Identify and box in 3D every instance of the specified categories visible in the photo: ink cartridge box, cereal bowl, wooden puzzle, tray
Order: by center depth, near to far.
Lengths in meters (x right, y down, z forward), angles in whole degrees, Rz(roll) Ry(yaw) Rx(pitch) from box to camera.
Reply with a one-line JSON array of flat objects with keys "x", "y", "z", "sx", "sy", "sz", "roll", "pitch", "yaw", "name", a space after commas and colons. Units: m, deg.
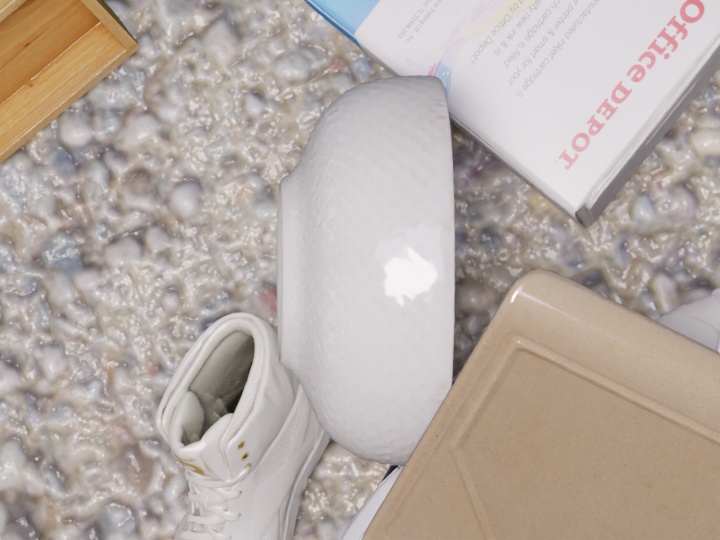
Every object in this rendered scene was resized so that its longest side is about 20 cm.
[{"x": 0.116, "y": 0.109, "z": 1.240, "sx": 0.184, "sy": 0.037, "sz": 0.200, "roll": 26, "pitch": 122, "yaw": -4, "name": "wooden puzzle"}, {"x": 0.000, "y": 0.000, "z": 1.307, "sx": 0.083, "sy": 0.200, "sz": 0.201, "roll": 0, "pitch": 84, "yaw": -4, "name": "cereal bowl"}, {"x": 0.089, "y": -0.139, "z": 1.388, "sx": 0.200, "sy": 0.085, "sz": 0.145, "roll": 40, "pitch": 91, "yaw": 12, "name": "ink cartridge box"}, {"x": -0.226, "y": -0.092, "z": 1.420, "sx": 0.200, "sy": 0.099, "sz": 0.037, "roll": -39, "pitch": 59, "yaw": 3, "name": "tray"}]

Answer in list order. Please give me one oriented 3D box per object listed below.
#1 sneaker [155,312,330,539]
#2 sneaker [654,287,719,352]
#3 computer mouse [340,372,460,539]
[{"x": -0.080, "y": 0.118, "z": 1.363, "sx": 0.073, "sy": 0.116, "sz": 0.201, "roll": 16, "pitch": 83, "yaw": 29, "name": "sneaker"}, {"x": 0.190, "y": 0.106, "z": 1.292, "sx": 0.099, "sy": 0.078, "sz": 0.201, "roll": -20, "pitch": 70, "yaw": 11, "name": "sneaker"}, {"x": 0.029, "y": 0.140, "z": 1.368, "sx": 0.109, "sy": 0.044, "sz": 0.200, "roll": 35, "pitch": 83, "yaw": -14, "name": "computer mouse"}]
